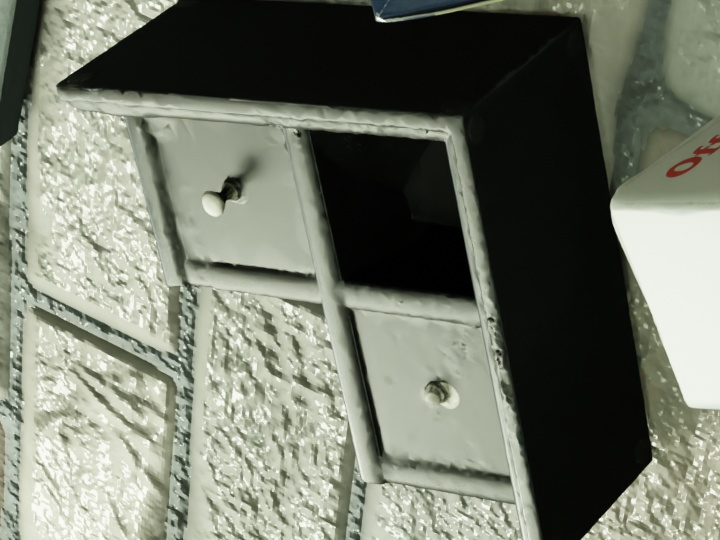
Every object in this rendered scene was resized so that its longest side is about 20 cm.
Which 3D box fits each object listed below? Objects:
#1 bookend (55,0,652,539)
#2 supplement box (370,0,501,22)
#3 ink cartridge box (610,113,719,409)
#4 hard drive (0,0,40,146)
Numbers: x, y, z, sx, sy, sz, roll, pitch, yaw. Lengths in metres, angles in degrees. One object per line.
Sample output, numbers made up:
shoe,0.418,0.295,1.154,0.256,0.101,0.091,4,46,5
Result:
bookend,0.000,0.000,1.083,0.199,0.092,0.200,8,122,35
supplement box,0.091,-0.191,0.732,0.199,0.134,0.201,-7,102,39
ink cartridge box,0.199,-0.022,0.848,0.199,0.144,0.085,3,121,55
hard drive,-0.197,-0.165,1.170,0.139,0.033,0.201,31,132,18
